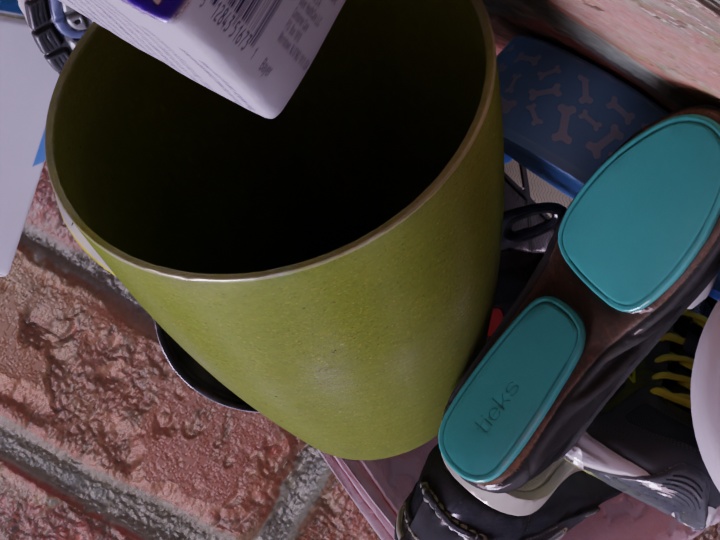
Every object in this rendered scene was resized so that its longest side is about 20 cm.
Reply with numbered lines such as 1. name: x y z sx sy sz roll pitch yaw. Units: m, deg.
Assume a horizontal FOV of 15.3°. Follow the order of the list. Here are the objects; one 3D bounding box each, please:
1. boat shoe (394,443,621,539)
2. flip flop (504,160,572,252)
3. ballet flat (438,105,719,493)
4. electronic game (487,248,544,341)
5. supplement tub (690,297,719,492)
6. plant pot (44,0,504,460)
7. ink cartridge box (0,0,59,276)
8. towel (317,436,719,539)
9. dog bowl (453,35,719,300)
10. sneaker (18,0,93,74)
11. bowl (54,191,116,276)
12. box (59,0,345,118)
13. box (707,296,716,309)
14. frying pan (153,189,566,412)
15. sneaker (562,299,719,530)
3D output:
1. boat shoe: 0.076 0.098 1.256 0.072 0.068 0.200 38 -159 18
2. flip flop: 0.058 -0.068 1.364 0.057 0.082 0.200 -5 -161 -36
3. ballet flat: 0.104 0.011 1.121 0.068 0.200 0.068 1 -137 -54
4. electronic game: 0.056 -0.017 1.381 0.200 0.200 0.042 29 134 32
5. supplement tub: 0.219 0.064 1.110 0.140 0.141 0.200 30 178 20
6. plant pot: -0.014 -0.013 1.137 0.187 0.187 0.200 29 157 33
7. ink cartridge box: -0.229 -0.110 1.366 0.083 0.146 0.200 5 -152 -32
8. towel: 0.080 0.079 1.359 0.191 0.199 0.032 52 145 22
9. dog bowl: 0.129 -0.040 1.203 0.200 0.050 0.111 31 178 -28
10. sneaker: -0.140 -0.172 1.194 0.087 0.074 0.201 51 164 54
11. bowl: -0.063 -0.092 1.295 0.200 0.201 0.094 30 154 29
12. box: -0.103 -0.156 0.933 0.199 0.105 0.184 30 178 10
13. box: 0.221 0.024 1.460 0.161 0.049 0.200 28 180 -45
14. frying pan: -0.011 -0.011 1.242 0.115 0.190 0.031 48 -171 -26
15. sneaker: 0.130 0.049 1.211 0.074 0.085 0.200 28 -169 -14
